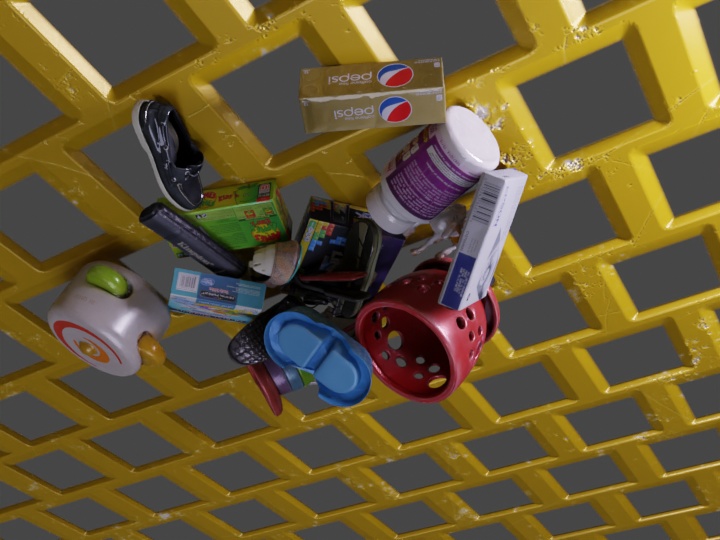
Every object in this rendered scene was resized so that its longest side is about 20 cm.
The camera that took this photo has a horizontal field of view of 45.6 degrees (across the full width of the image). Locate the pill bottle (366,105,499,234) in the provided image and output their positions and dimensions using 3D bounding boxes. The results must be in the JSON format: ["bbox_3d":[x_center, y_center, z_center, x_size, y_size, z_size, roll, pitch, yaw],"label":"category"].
[{"bbox_3d":[0.100,-0.141,1.265,0.112,0.113,0.200,27,132,-28],"label":"pill bottle"}]

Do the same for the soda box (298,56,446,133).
[{"bbox_3d":[0.017,-0.241,1.182,0.199,0.068,0.064,-4,140,6],"label":"soda box"}]

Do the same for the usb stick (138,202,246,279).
[{"bbox_3d":[-0.266,-0.043,1.371,0.055,0.033,0.200,-23,136,32],"label":"usb stick"}]

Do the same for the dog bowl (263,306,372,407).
[{"bbox_3d":[-0.064,0.137,1.418,0.200,0.050,0.112,37,118,1],"label":"dog bowl"}]

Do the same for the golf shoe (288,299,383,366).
[{"bbox_3d":[-0.060,0.108,1.495,0.199,0.073,0.093,-16,99,-3],"label":"golf shoe"}]

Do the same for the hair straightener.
[{"bbox_3d":[-0.060,0.041,1.386,0.199,0.041,0.077,-1,105,43],"label":"hair straightener"}]

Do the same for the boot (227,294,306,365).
[{"bbox_3d":[-0.185,0.123,1.503,0.131,0.200,0.070,-32,93,41],"label":"boot"}]

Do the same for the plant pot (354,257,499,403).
[{"bbox_3d":[0.117,0.089,1.426,0.200,0.182,0.201,21,131,26],"label":"plant pot"}]

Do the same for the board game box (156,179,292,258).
[{"bbox_3d":[-0.220,-0.082,1.388,0.199,0.048,0.102,-8,140,10],"label":"board game box"}]

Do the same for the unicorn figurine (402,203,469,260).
[{"bbox_3d":[0.140,-0.066,1.354,0.137,0.074,0.200,-32,175,36],"label":"unicorn figurine"}]

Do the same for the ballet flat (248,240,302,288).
[{"bbox_3d":[-0.149,-0.007,1.413,0.067,0.069,0.200,10,163,-15],"label":"ballet flat"}]

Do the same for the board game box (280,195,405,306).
[{"bbox_3d":[-0.033,-0.023,1.449,0.164,0.057,0.200,12,138,-12],"label":"board game box"}]

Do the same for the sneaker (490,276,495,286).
[{"bbox_3d":[0.173,0.047,1.540,0.083,0.072,0.200,33,138,6],"label":"sneaker"}]

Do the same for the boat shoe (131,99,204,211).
[{"bbox_3d":[-0.266,-0.167,1.268,0.066,0.075,0.200,-1,132,20],"label":"boat shoe"}]

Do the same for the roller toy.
[{"bbox_3d":[-0.435,0.090,1.482,0.182,0.140,0.200,-10,130,45],"label":"roller toy"}]

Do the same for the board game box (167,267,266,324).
[{"bbox_3d":[-0.251,0.048,1.473,0.150,0.047,0.200,11,167,-12],"label":"board game box"}]

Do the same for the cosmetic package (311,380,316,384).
[{"bbox_3d":[-0.083,0.179,1.662,0.199,0.083,0.051,-1,170,2],"label":"cosmetic package"}]

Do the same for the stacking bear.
[{"bbox_3d":[-0.104,0.157,1.587,0.199,0.122,0.114,-29,145,-13],"label":"stacking bear"}]

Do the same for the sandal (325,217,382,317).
[{"bbox_3d":[0.001,0.000,1.382,0.057,0.080,0.201,-18,146,-41],"label":"sandal"}]

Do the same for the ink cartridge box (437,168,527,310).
[{"bbox_3d":[0.189,-0.051,1.260,0.040,0.200,0.201,22,107,18],"label":"ink cartridge box"}]
